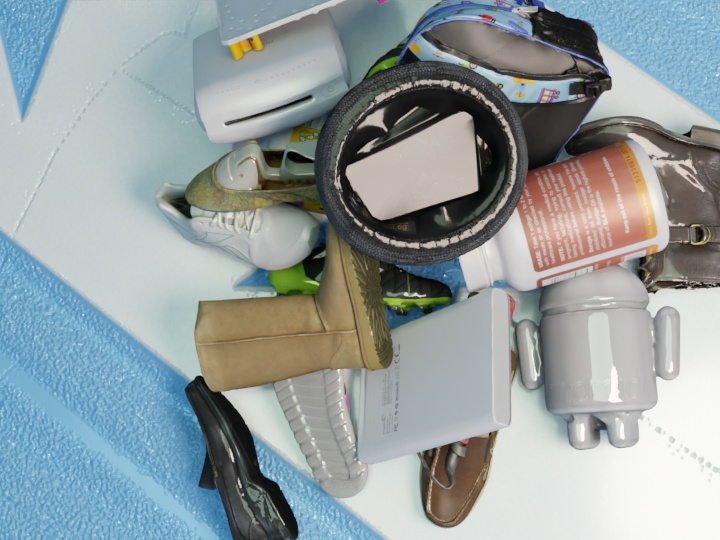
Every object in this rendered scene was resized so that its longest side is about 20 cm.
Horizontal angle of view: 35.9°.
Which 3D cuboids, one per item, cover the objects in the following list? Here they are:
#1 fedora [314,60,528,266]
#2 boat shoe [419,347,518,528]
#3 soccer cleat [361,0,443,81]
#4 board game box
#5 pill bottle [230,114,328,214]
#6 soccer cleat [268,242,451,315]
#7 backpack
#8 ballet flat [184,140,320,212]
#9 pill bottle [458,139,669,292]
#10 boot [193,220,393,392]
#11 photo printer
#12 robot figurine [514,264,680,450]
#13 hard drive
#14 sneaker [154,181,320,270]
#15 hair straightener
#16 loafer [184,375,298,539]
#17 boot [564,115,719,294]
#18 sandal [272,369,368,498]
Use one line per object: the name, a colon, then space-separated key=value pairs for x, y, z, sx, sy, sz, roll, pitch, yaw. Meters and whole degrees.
fedora: x=0.051 y=-0.100 z=1.035 sx=0.198 sy=0.092 sz=0.203 roll=-1 pitch=98 yaw=-10
boat shoe: x=0.107 y=0.166 z=1.144 sx=0.074 sy=0.075 sz=0.205 roll=15 pitch=84 yaw=8
soccer cleat: x=0.072 y=-0.236 z=1.213 sx=0.068 sy=0.081 sz=0.200 roll=45 pitch=110 yaw=-1
board game box: x=-0.057 y=-0.304 z=1.187 sx=0.198 sy=0.201 sz=0.026 roll=-20 pitch=123 yaw=3
pill bottle: x=-0.034 y=-0.111 z=1.184 sx=0.198 sy=0.104 sz=0.105 roll=11 pitch=83 yaw=7
soccer cleat: x=0.000 y=0.000 z=1.177 sx=0.198 sy=0.068 sz=0.082 roll=7 pitch=83 yaw=10
backpack: x=0.123 y=-0.191 z=1.112 sx=0.198 sy=0.183 sz=0.135 roll=16 pitch=43 yaw=-15
ballet flat: x=-0.082 y=-0.099 z=1.103 sx=0.197 sy=0.071 sz=0.072 roll=-1 pitch=82 yaw=7
pill bottle: x=0.188 y=-0.047 z=1.081 sx=0.198 sy=0.112 sz=0.113 roll=-16 pitch=81 yaw=4
boot: x=-0.078 y=0.032 z=1.115 sx=0.198 sy=0.066 sz=0.177 roll=-7 pitch=98 yaw=22
photo printer: x=-0.096 y=-0.207 z=1.162 sx=0.165 sy=0.201 sz=0.070 roll=-18 pitch=123 yaw=2
robot figurine: x=0.240 y=0.078 z=1.124 sx=0.168 sy=0.113 sz=0.203 roll=-7 pitch=80 yaw=21
hard drive: x=0.069 y=0.109 z=1.101 sx=0.027 sy=0.199 sz=0.133 roll=19 pitch=61 yaw=-33
sneaker: x=-0.134 y=-0.050 z=1.164 sx=0.198 sy=0.080 sz=0.071 roll=11 pitch=77 yaw=31
hair straightener: x=0.099 y=0.118 z=1.115 sx=0.041 sy=0.077 sz=0.202 roll=20 pitch=78 yaw=-33
loafer: x=-0.141 y=0.208 z=1.167 sx=0.072 sy=0.073 sz=0.201 roll=-29 pitch=79 yaw=5
boot: x=0.303 y=-0.064 z=1.161 sx=0.197 sy=0.069 sz=0.176 roll=5 pitch=82 yaw=4
sandal: x=-0.043 y=0.140 z=1.180 sx=0.082 sy=0.050 sz=0.205 roll=-12 pitch=94 yaw=19
